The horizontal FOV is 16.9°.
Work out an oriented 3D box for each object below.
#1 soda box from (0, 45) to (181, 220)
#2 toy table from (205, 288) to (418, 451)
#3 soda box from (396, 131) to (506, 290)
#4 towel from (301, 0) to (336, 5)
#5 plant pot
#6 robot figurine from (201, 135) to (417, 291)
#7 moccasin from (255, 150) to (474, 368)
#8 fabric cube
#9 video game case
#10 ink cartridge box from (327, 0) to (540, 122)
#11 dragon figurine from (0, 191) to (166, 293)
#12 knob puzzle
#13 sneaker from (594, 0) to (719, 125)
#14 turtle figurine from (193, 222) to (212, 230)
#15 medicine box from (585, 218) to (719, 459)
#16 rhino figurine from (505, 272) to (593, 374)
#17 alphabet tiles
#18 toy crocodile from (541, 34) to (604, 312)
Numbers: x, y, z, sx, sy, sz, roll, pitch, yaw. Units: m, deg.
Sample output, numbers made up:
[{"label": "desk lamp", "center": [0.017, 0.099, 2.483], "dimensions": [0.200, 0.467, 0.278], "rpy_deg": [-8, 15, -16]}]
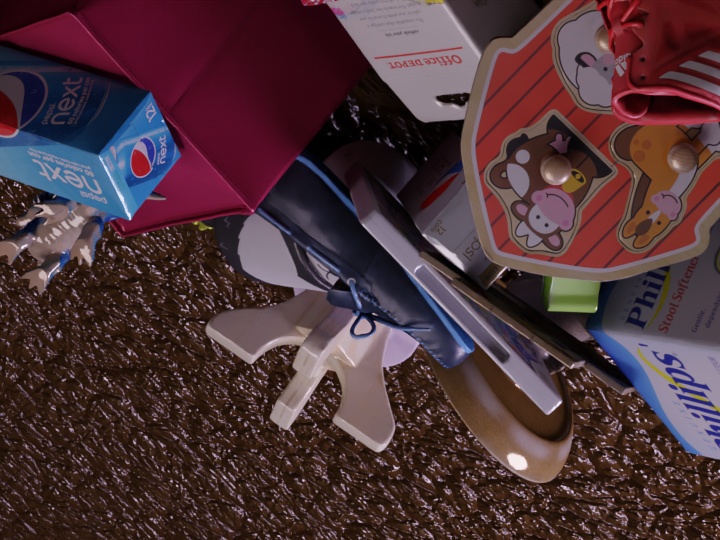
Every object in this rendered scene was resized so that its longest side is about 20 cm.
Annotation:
[{"label": "soda box", "center": [-0.225, -0.103, 1.669], "dimensions": [0.200, 0.064, 0.068], "rpy_deg": [18, 148, 32]}, {"label": "toy table", "center": [-0.027, 0.058, 2.078], "dimensions": [0.184, 0.117, 0.200], "rpy_deg": [29, 154, 15]}, {"label": "soda box", "center": [0.078, -0.045, 1.736], "dimensions": [0.064, 0.068, 0.200], "rpy_deg": [41, -176, -9]}, {"label": "towel", "center": [0.023, -0.249, 1.510], "dimensions": [0.200, 0.022, 0.145], "rpy_deg": [-9, 103, 36]}, {"label": "plant pot", "center": [0.109, 0.070, 1.887], "dimensions": [0.027, 0.200, 0.200], "rpy_deg": [-32, 114, 24]}, {"label": "robot figurine", "center": [-0.037, -0.044, 1.910], "dimensions": [0.200, 0.150, 0.125], "rpy_deg": [7, 96, 46]}, {"label": "moccasin", "center": [0.000, 0.000, 1.789], "dimensions": [0.200, 0.068, 0.080], "rpy_deg": [48, -172, 3]}, {"label": "fabric cube", "center": [-0.130, -0.167, 1.745], "dimensions": [0.200, 0.199, 0.196], "rpy_deg": [48, 151, -22]}, {"label": "video game case", "center": [0.066, 0.011, 1.772], "dimensions": [0.200, 0.018, 0.143], "rpy_deg": [46, -173, -15]}, {"label": "ink cartridge box", "center": [0.037, -0.196, 1.641], "dimensions": [0.116, 0.068, 0.200], "rpy_deg": [1, 135, 51]}, {"label": "dragon figurine", "center": [-0.199, -0.046, 1.734], "dimensions": [0.059, 0.099, 0.200], "rpy_deg": [44, 134, -11]}, {"label": "knob puzzle", "center": [0.153, -0.077, 1.565], "dimensions": [0.220, 0.220, 0.030], "rpy_deg": [42, -170, -10]}, {"label": "sneaker", "center": [0.162, -0.167, 1.478], "dimensions": [0.200, 0.116, 0.078], "rpy_deg": [34, 154, 6]}, {"label": "turtle figurine", "center": [-0.171, -0.111, 2.038], "dimensions": [0.200, 0.064, 0.161], "rpy_deg": [18, 155, 32]}, {"label": "medicine box", "center": [0.288, 0.056, 1.664], "dimensions": [0.200, 0.103, 0.182], "rpy_deg": [8, 152, 40]}, {"label": "rhino figurine", "center": [0.186, 0.027, 1.830], "dimensions": [0.087, 0.060, 0.200], "rpy_deg": [44, 149, -23]}, {"label": "alphabet tiles", "center": [0.120, 0.037, 1.705], "dimensions": [0.167, 0.008, 0.200], "rpy_deg": [36, -174, 10]}, {"label": "toy crocodile", "center": [0.152, -0.069, 1.610], "dimensions": [0.067, 0.200, 0.062], "rpy_deg": [7, -172, -13]}]
